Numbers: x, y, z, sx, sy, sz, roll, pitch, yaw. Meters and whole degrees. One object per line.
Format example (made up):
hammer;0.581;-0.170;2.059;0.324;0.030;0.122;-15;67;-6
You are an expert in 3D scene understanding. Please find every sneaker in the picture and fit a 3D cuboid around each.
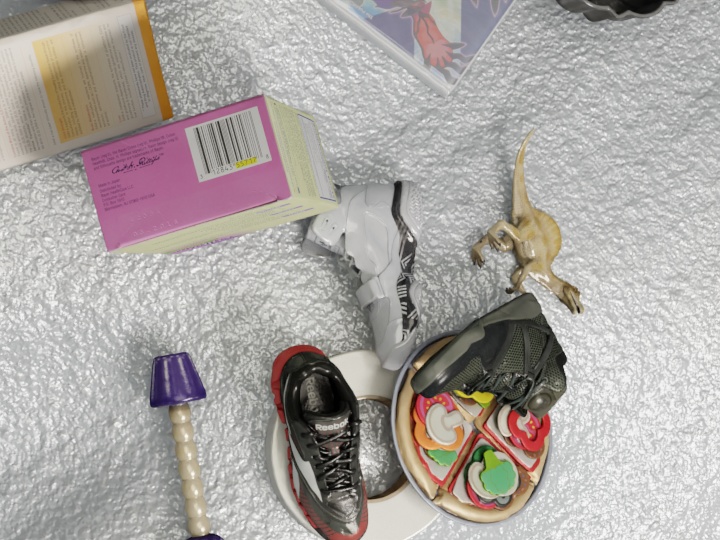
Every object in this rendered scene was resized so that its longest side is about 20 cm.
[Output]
sneaker;0.136;0.100;1.486;0.199;0.076;0.114;-22;74;-50
sneaker;-0.033;0.168;1.454;0.071;0.098;0.201;-13;89;-15
sneaker;0.000;0.000;1.520;0.115;0.075;0.200;6;70;-10

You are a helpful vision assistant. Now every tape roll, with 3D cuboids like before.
tape roll;0.006;0.179;1.530;0.203;0.037;0.203;1;84;-13

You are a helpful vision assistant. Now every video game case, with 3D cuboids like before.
video game case;0.062;-0.312;1.596;0.200;0.023;0.182;36;78;-8

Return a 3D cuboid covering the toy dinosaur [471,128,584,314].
toy dinosaur;0.168;-0.038;1.589;0.101;0.058;0.200;-24;99;-29

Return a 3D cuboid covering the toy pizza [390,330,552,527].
toy pizza;0.119;0.156;1.527;0.200;0.032;0.200;10;70;-31

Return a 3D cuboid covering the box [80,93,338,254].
box;-0.133;-0.084;1.409;0.176;0.200;0.097;-16;86;11

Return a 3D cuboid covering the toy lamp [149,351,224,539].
toy lamp;-0.167;0.179;1.480;0.058;0.058;0.200;-11;90;-14

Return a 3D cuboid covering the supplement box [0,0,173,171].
supplement box;-0.293;-0.182;1.450;0.200;0.074;0.126;-18;119;-15

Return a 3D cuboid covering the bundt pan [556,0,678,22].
bundt pan;0.254;-0.352;1.608;0.202;0.076;0.202;4;81;-24
